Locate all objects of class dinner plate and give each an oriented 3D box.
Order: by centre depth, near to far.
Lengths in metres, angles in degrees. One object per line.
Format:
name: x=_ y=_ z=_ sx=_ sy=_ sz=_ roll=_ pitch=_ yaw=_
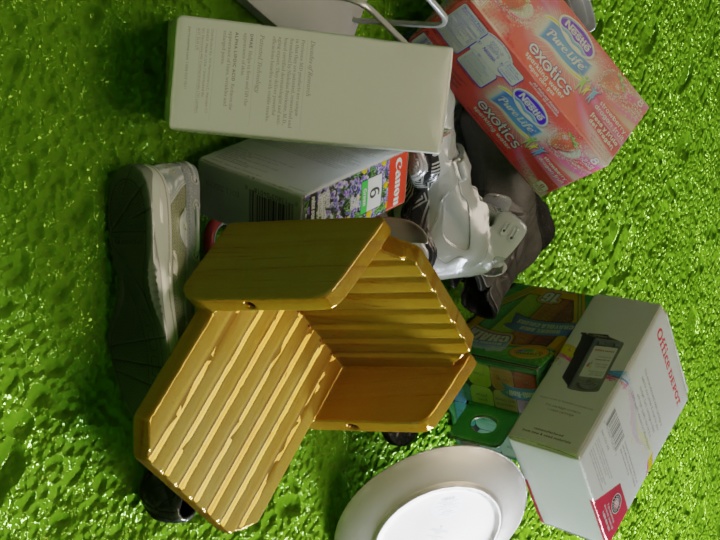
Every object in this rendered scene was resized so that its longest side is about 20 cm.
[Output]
dinner plate: x=0.072 y=0.250 z=1.214 sx=0.198 sy=0.024 sz=0.202 roll=-10 pitch=127 yaw=-14

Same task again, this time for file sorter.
file sorter: x=0.014 y=-0.276 z=1.028 sx=0.139 sy=0.124 sz=0.202 roll=33 pitch=71 yaw=-51

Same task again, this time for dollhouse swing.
dollhouse swing: x=-0.035 y=0.091 z=0.917 sx=0.200 sy=0.180 sz=0.177 roll=56 pitch=41 yaw=-47

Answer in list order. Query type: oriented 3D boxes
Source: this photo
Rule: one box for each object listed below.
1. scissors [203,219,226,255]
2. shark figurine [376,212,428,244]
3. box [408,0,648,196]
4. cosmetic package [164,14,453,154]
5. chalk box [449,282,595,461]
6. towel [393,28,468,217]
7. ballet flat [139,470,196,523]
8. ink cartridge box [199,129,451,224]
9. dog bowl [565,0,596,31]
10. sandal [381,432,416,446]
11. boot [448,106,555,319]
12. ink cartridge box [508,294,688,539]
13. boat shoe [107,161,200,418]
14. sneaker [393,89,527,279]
scissors: x=-0.106 y=0.046 z=1.037 sx=0.073 sy=0.014 sz=0.202 roll=-5 pitch=101 yaw=-54
shark figurine: x=0.009 y=0.020 z=1.098 sx=0.089 sy=0.127 sz=0.217 roll=2 pitch=98 yaw=-62
box: x=0.157 y=-0.183 z=1.160 sx=0.200 sy=0.102 sz=0.095 roll=47 pitch=58 yaw=-11
cosmetic package: x=-0.041 y=-0.135 z=0.917 sx=0.198 sy=0.113 sz=0.082 roll=3 pitch=99 yaw=-13
chalk box: x=0.168 y=0.117 z=1.325 sx=0.200 sy=0.124 sz=0.125 roll=-37 pitch=126 yaw=-43
towel: x=0.069 y=-0.135 z=1.218 sx=0.147 sy=0.024 sz=0.202 roll=-38 pitch=127 yaw=-43
ballet flat: x=-0.092 y=0.141 z=1.022 sx=0.200 sy=0.057 sz=0.067 roll=-38 pitch=129 yaw=-29
ink cartridge box: x=-0.025 y=-0.081 z=1.019 sx=0.199 sy=0.108 sz=0.051 roll=-28 pitch=130 yaw=-47
dog bowl: x=0.177 y=-0.216 z=1.311 sx=0.199 sy=0.058 sz=0.202 roll=-16 pitch=111 yaw=-49
sandal: x=0.015 y=0.067 z=1.185 sx=0.075 sy=0.048 sz=0.202 roll=-25 pitch=106 yaw=-46
boot: x=0.126 y=-0.056 z=1.238 sx=0.132 sy=0.069 sz=0.201 roll=-50 pitch=127 yaw=-30
ink cartridge box: x=0.243 y=0.147 z=1.259 sx=0.200 sy=0.085 sz=0.148 roll=-53 pitch=136 yaw=-32
boat shoe: x=-0.145 y=0.021 z=0.934 sx=0.064 sy=0.074 sz=0.204 roll=-11 pitch=100 yaw=-45
sneaker: x=0.093 y=-0.078 z=1.148 sx=0.114 sy=0.075 sz=0.202 roll=1 pitch=116 yaw=-9
